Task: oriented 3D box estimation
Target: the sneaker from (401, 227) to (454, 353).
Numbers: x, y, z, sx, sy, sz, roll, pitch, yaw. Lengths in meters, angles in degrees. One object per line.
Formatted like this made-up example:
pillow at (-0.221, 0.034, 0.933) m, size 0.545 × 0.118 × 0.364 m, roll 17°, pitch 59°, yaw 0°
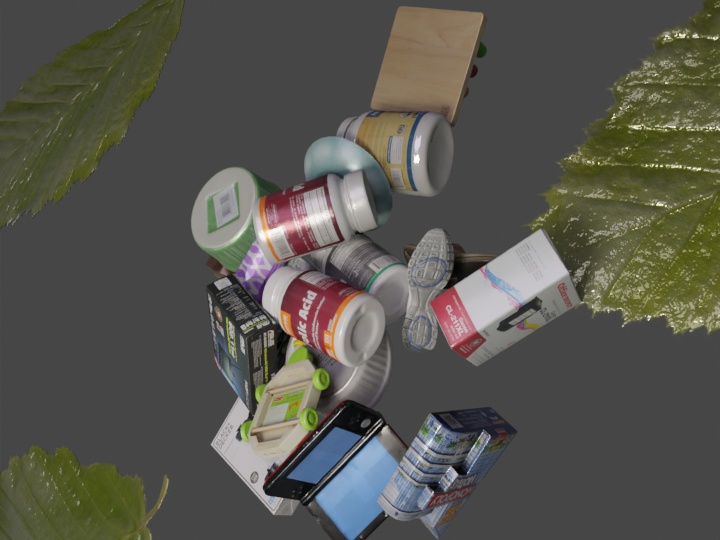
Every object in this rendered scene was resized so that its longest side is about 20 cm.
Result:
sneaker at (0.106, 0.028, 0.956) m, size 0.072 × 0.087 × 0.207 m, roll 13°, pitch 105°, yaw 3°

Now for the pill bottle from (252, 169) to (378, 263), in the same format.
pill bottle at (-0.074, -0.094, 0.986) m, size 0.193 × 0.115 × 0.118 m, roll -16°, pitch 63°, yaw 8°

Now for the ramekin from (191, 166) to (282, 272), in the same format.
ramekin at (-0.250, -0.108, 1.178) m, size 0.194 × 0.097 × 0.207 m, roll -11°, pitch 66°, yaw 26°

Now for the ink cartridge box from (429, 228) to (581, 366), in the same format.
ink cartridge box at (0.222, 0.047, 0.880) m, size 0.197 × 0.145 × 0.085 m, roll -34°, pitch 59°, yaw 14°

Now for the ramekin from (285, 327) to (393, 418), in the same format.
ramekin at (-0.045, 0.154, 1.028) m, size 0.196 × 0.094 × 0.210 m, roll -12°, pitch 65°, yaw 26°

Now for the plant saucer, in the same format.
plant saucer at (-0.033, -0.147, 1.079) m, size 0.196 × 0.206 × 0.039 m, roll 11°, pitch 43°, yaw 33°

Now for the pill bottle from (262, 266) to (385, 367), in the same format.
pill bottle at (-0.064, 0.067, 0.943) m, size 0.196 × 0.114 × 0.117 m, roll 20°, pitch 81°, yaw 38°

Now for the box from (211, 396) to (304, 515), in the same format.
box at (-0.173, 0.330, 1.056) m, size 0.198 × 0.060 × 0.119 m, roll 33°, pitch 89°, yaw 35°

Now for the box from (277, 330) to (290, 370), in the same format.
box at (-0.170, 0.111, 1.154) m, size 0.108 × 0.035 × 0.205 m, roll 24°, pitch 85°, yaw 35°

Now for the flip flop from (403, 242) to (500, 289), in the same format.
flip flop at (0.164, -0.015, 0.990) m, size 0.194 × 0.083 × 0.058 m, roll 5°, pitch 43°, yaw 33°

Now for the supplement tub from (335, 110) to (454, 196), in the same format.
supplement tub at (0.062, -0.219, 1.079) m, size 0.195 × 0.144 × 0.149 m, roll 10°, pitch 76°, yaw 32°

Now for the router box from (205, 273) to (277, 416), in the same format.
router box at (-0.208, 0.134, 1.034) m, size 0.061 × 0.205 × 0.149 m, roll -24°, pitch 47°, yaw -31°

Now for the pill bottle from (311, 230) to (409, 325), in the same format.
pill bottle at (0.000, 0.000, 1.045) m, size 0.114 × 0.112 × 0.199 m, roll -53°, pitch 48°, yaw 1°

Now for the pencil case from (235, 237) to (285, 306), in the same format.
pencil case at (-0.167, -0.029, 1.101) m, size 0.085 × 0.083 × 0.204 m, roll 32°, pitch 91°, yaw 35°

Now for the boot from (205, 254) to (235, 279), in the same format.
boot at (-0.311, -0.085, 1.303) m, size 0.182 × 0.064 × 0.206 m, roll 18°, pitch 85°, yaw 36°

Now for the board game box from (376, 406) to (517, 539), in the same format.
board game box at (0.118, 0.302, 0.841) m, size 0.061 × 0.197 × 0.204 m, roll 37°, pitch 105°, yaw 35°

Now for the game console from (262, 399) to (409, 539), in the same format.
game console at (-0.023, 0.326, 0.905) m, size 0.200 × 0.172 × 0.119 m, roll -46°, pitch 52°, yaw 6°

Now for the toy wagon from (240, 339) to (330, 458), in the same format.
toy wagon at (-0.113, 0.200, 0.942) m, size 0.152 × 0.040 × 0.204 m, roll -21°, pitch 37°, yaw 36°

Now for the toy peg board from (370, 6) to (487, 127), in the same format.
toy peg board at (0.146, -0.390, 1.142) m, size 0.196 × 0.097 × 0.206 m, roll 22°, pitch 98°, yaw 35°

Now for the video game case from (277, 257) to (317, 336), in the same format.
video game case at (-0.188, 0.035, 1.156) m, size 0.198 × 0.023 × 0.185 m, roll 32°, pitch 90°, yaw 46°
